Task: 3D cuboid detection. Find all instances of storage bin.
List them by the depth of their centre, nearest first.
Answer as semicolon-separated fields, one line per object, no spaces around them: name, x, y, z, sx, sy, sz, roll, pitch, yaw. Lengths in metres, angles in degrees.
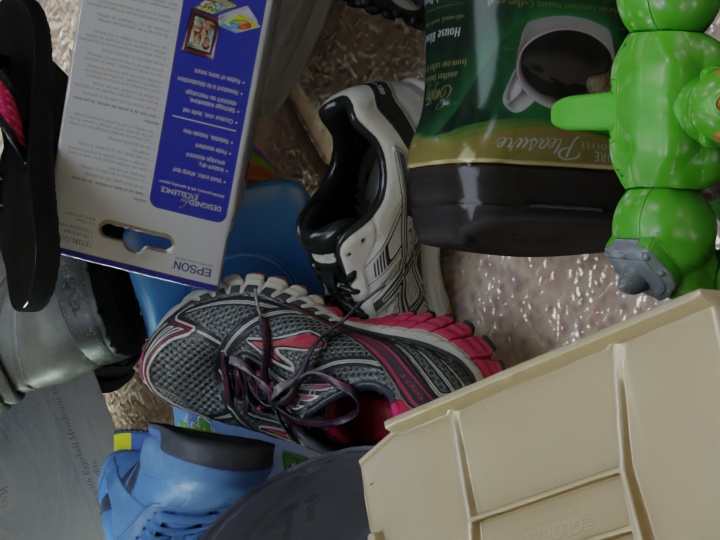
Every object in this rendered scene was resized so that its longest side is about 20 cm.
storage bin;0.133;0.084;0.708;0.198;0.199;0.095;-28;66;47

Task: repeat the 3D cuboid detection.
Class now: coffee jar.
coffee jar;0.075;-0.107;0.866;0.085;0.103;0.202;179;93;-66

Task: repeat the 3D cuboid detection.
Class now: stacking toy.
stacking toy;-0.082;-0.035;1.078;0.200;0.109;0.117;-112;8;-57

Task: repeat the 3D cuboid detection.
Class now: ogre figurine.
ogre figurine;0.147;-0.058;0.762;0.098;0.119;0.202;30;112;48

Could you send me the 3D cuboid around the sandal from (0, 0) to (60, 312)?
sandal;-0.183;-0.068;0.960;0.075;0.045;0.201;117;150;-45

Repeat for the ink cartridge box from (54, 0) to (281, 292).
ink cartridge box;-0.094;-0.096;0.930;0.037;0.094;0.202;-66;-11;-73

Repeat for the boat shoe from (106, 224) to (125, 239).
boat shoe;-0.145;-0.056;1.140;0.066;0.074;0.201;-16;42;26

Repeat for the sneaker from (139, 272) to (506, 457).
sneaker;-0.030;0.052;0.925;0.198;0.075;0.081;3;117;33

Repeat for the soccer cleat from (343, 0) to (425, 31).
soccer cleat;0.007;-0.166;0.916;0.068;0.200;0.074;19;92;13

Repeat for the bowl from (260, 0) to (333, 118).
bowl;-0.071;-0.145;1.029;0.090;0.201;0.202;25;114;5

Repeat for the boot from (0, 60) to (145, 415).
boot;-0.201;-0.015;1.042;0.130;0.068;0.202;-24;62;18

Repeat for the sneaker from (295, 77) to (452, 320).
sneaker;0.000;0.000;0.971;0.075;0.087;0.202;13;100;49

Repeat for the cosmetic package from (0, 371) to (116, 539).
cosmetic package;-0.249;0.141;1.134;0.123;0.199;0.201;-7;106;58

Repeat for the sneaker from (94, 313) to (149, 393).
sneaker;-0.143;0.038;1.169;0.200;0.070;0.100;28;112;55

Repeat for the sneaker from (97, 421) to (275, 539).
sneaker;-0.091;0.119;0.952;0.200;0.065;0.079;157;125;-70

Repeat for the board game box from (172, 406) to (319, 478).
board game box;-0.028;0.147;1.008;0.199;0.036;0.153;16;118;50

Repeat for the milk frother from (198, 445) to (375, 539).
milk frother;0.048;0.185;0.822;0.181;0.198;0.189;-87;-28;-67
